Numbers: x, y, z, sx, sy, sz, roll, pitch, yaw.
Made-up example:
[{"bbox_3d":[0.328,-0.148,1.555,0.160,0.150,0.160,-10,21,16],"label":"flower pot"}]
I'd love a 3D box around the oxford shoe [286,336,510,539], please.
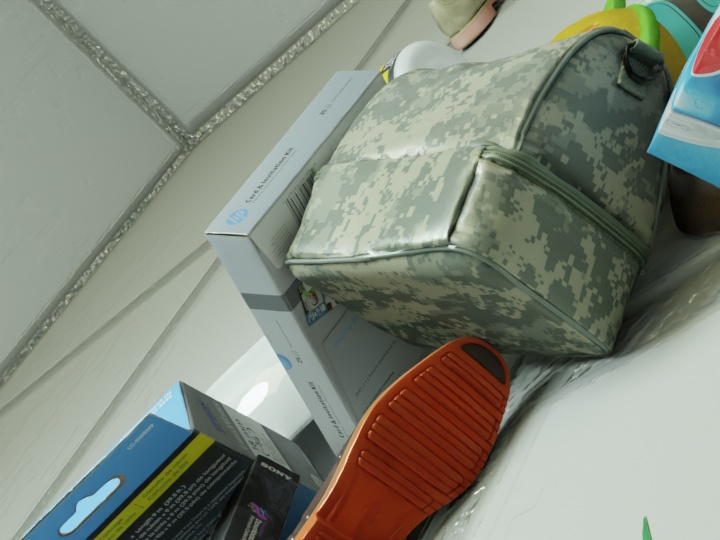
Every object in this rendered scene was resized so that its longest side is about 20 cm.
[{"bbox_3d":[0.009,0.119,1.009,0.200,0.071,0.073,-50,7,-17],"label":"oxford shoe"}]

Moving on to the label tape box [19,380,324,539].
[{"bbox_3d":[-0.127,0.144,1.104,0.144,0.200,0.063,-44,51,9],"label":"label tape box"}]

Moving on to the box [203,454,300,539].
[{"bbox_3d":[-0.105,0.218,1.045,0.200,0.036,0.143,-56,6,24],"label":"box"}]

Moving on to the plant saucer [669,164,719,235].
[{"bbox_3d":[0.244,-0.102,1.021,0.200,0.032,0.200,-45,11,11],"label":"plant saucer"}]

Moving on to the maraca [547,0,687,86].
[{"bbox_3d":[0.154,-0.108,1.152,0.200,0.107,0.138,-91,23,-69],"label":"maraca"}]

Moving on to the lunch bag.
[{"bbox_3d":[0.076,-0.049,1.027,0.200,0.139,0.168,-3,62,54],"label":"lunch bag"}]

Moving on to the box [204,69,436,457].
[{"bbox_3d":[0.000,0.000,1.135,0.041,0.200,0.156,4,46,41],"label":"box"}]

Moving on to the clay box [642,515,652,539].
[{"bbox_3d":[0.063,0.170,0.521,0.047,0.115,0.200,0,25,10],"label":"clay box"}]

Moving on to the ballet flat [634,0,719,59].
[{"bbox_3d":[0.238,-0.175,1.249,0.200,0.072,0.072,-40,12,17],"label":"ballet flat"}]

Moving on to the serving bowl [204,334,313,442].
[{"bbox_3d":[-0.057,0.082,1.280,0.200,0.066,0.200,-43,-1,-1],"label":"serving bowl"}]

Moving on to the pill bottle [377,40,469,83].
[{"bbox_3d":[0.022,-0.119,1.676,0.200,0.112,0.112,-35,16,42],"label":"pill bottle"}]

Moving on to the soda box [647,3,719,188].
[{"bbox_3d":[0.200,-0.112,0.843,0.064,0.068,0.200,-62,-5,-27],"label":"soda box"}]

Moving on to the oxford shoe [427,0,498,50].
[{"bbox_3d":[0.125,-0.331,2.129,0.071,0.074,0.200,-41,13,25],"label":"oxford shoe"}]
